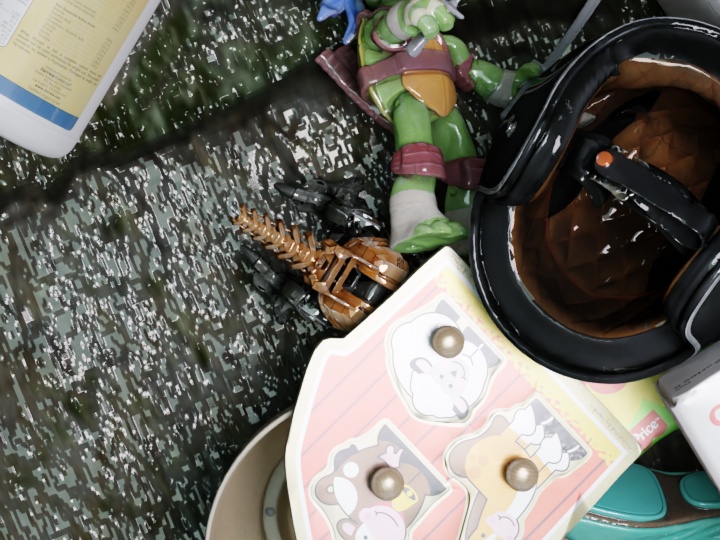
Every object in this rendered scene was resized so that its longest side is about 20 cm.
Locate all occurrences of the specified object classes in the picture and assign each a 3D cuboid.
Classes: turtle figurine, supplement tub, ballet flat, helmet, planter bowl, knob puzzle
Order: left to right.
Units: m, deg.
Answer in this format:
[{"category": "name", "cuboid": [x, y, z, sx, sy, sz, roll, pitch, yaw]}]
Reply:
[{"category": "supplement tub", "cuboid": [-0.190, -0.186, 1.522, 0.144, 0.145, 0.201, 31, 93, -8]}, {"category": "planter bowl", "cuboid": [-0.002, 0.164, 1.586, 0.198, 0.135, 0.202, -1, 97, -6]}, {"category": "knob puzzle", "cuboid": [0.042, 0.116, 1.500, 0.218, 0.030, 0.222, -1, 94, -8]}, {"category": "turtle figurine", "cuboid": [0.072, -0.112, 1.542, 0.198, 0.144, 0.196, -6, 78, 1]}, {"category": "helmet", "cuboid": [0.159, -0.039, 1.461, 0.198, 0.191, 0.202, 3, 69, -7]}, {"category": "ballet flat", "cuboid": [0.189, 0.158, 1.573, 0.198, 0.068, 0.071, 0, 120, -6]}]

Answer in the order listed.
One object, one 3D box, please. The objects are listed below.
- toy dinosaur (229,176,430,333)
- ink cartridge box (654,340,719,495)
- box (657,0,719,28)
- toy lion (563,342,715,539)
[{"category": "toy dinosaur", "cuboid": [0.000, 0.000, 1.559, 0.102, 0.136, 0.200, -42, 129, -10]}, {"category": "ink cartridge box", "cuboid": [0.280, 0.114, 1.430, 0.145, 0.084, 0.201, -31, 97, 3]}, {"category": "box", "cuboid": [0.279, -0.190, 1.537, 0.171, 0.200, 0.200, -36, 100, 1]}, {"category": "toy lion", "cuboid": [0.146, 0.051, 1.628, 0.200, 0.069, 0.192, -43, 92, 1]}]
